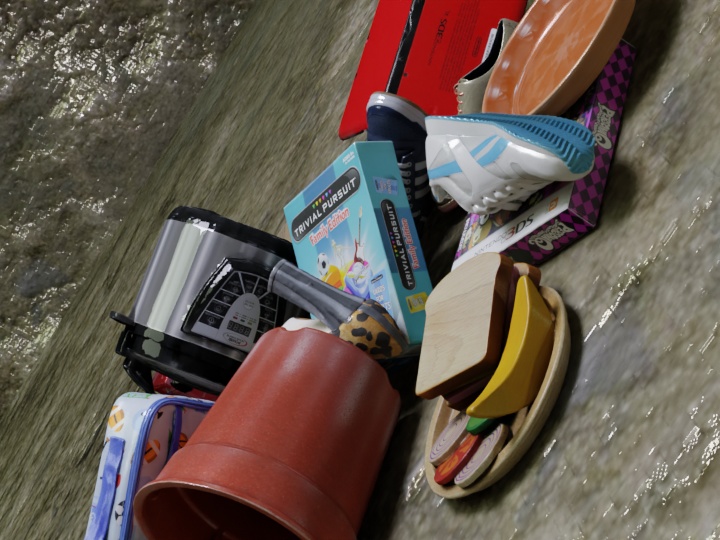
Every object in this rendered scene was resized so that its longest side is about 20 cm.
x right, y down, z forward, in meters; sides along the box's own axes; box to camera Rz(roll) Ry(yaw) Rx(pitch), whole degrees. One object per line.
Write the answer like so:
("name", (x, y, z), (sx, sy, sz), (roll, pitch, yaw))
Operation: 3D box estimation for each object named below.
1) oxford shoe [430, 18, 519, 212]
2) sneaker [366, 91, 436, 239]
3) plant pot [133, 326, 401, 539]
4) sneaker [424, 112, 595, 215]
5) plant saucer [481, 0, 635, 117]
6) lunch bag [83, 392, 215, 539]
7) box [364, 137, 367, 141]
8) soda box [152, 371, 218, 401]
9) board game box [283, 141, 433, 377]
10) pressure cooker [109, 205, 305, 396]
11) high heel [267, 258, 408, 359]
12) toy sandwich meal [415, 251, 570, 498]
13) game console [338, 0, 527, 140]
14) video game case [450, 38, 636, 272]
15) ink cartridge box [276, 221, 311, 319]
("oxford shoe", (0.115, -0.154, 1.494), (0.201, 0.074, 0.070), (-60, 18, 5))
("sneaker", (0.032, -0.084, 1.504), (0.109, 0.070, 0.200), (-64, -22, -22))
("plant pot", (-0.066, 0.168, 1.327), (0.201, 0.200, 0.196), (-37, 20, 52))
("sneaker", (0.125, -0.086, 1.254), (0.200, 0.076, 0.082), (16, 110, 60))
("plant saucer", (0.180, -0.201, 1.340), (0.201, 0.032, 0.201), (-50, 19, 24))
("lunch bag", (-0.179, 0.215, 1.386), (0.075, 0.160, 0.202), (5, 82, 36))
("box", (0.033, -0.113, 1.711), (0.201, 0.049, 0.162), (-54, 21, 18))
("soda box", (-0.163, 0.056, 1.715), (0.063, 0.070, 0.201), (-19, 45, 63))
("board game box", (0.000, 0.000, 1.450), (0.151, 0.047, 0.202), (-38, 62, 52))
("pressure cooker", (-0.148, 0.053, 1.564), (0.175, 0.178, 0.201), (18, 83, 28))
("high heel", (-0.023, 0.089, 1.413), (0.071, 0.142, 0.201), (-49, -23, -33))
("toy sandwich meal", (0.091, 0.079, 1.191), (0.206, 0.070, 0.206), (-52, 19, 26))
("game console", (0.078, -0.228, 1.623), (0.119, 0.171, 0.202), (77, -151, -74))
("video game case", (0.158, -0.089, 1.329), (0.181, 0.036, 0.201), (-35, 30, 52))
("ink cartridge box", (-0.081, 0.040, 1.747), (0.165, 0.075, 0.201), (-52, 19, 24))
